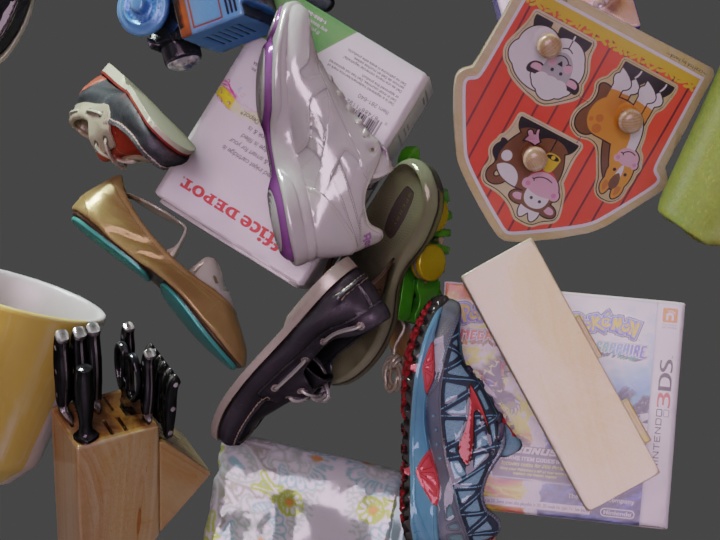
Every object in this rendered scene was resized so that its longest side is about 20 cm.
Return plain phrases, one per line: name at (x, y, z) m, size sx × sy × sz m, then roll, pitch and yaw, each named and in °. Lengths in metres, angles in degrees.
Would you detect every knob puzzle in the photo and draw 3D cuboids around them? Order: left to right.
knob puzzle at (0.163, -0.109, 1.174) m, size 0.217 × 0.030 × 0.222 m, roll -1°, pitch 109°, yaw -2°

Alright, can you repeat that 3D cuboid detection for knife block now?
knife block at (-0.214, 0.144, 1.155) m, size 0.200 × 0.175 × 0.064 m, roll -49°, pitch 40°, yaw 1°

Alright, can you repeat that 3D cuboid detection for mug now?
mug at (-0.311, 0.086, 1.170) m, size 0.149 × 0.186 × 0.154 m, roll 23°, pitch 98°, yaw 34°

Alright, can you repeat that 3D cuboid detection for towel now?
towel at (-0.050, 0.249, 1.194) m, size 0.170 × 0.048 × 0.202 m, roll 12°, pitch 87°, yaw 5°

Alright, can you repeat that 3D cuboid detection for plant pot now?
plant pot at (0.331, -0.090, 1.125) m, size 0.199 × 0.200 × 0.185 m, roll 31°, pitch 101°, yaw 6°

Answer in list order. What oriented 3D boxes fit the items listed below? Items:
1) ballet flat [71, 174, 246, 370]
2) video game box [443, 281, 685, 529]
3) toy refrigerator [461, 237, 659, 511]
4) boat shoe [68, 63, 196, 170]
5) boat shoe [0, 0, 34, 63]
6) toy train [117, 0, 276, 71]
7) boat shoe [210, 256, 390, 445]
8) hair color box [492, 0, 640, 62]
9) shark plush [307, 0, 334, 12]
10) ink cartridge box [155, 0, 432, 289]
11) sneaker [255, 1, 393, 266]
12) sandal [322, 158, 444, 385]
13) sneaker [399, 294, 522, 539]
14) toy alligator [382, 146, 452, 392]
ballet flat at (-0.154, -0.004, 1.212) m, size 0.200 × 0.069 × 0.063 m, roll 43°, pitch 77°, yaw 5°
video game box at (0.158, 0.108, 1.186) m, size 0.198 × 0.047 × 0.184 m, roll 5°, pitch 85°, yaw 6°
toy refrigerator at (0.155, 0.078, 1.128) m, size 0.070 × 0.076 × 0.201 m, roll -28°, pitch 83°, yaw 3°
boat shoe at (-0.188, -0.113, 1.167) m, size 0.063 × 0.200 × 0.071 m, roll -46°, pitch 121°, yaw -2°
boat shoe at (-0.309, -0.273, 1.241) m, size 0.074 × 0.066 × 0.201 m, roll 20°, pitch 88°, yaw 6°
toy train at (-0.140, -0.262, 1.154) m, size 0.113 × 0.087 × 0.202 m, roll -16°, pitch 82°, yaw 18°
boat shoe at (-0.049, 0.080, 1.146) m, size 0.063 × 0.073 × 0.200 m, roll 42°, pitch 117°, yaw 7°
hair color box at (0.151, -0.275, 1.203) m, size 0.108 × 0.065 × 0.202 m, roll -16°, pitch 86°, yaw 3°
shark plush at (-0.083, -0.298, 1.214) m, size 0.199 × 0.083 × 0.091 m, roll 28°, pitch 90°, yaw 7°
ink cartridge box at (-0.052, -0.104, 1.198) m, size 0.144 × 0.084 × 0.201 m, roll 31°, pitch 89°, yaw 7°
sneaker at (-0.028, -0.107, 1.127) m, size 0.099 × 0.075 × 0.202 m, roll -7°, pitch 90°, yaw -10°
sandal at (0.000, -0.001, 1.171) m, size 0.080 × 0.057 × 0.202 m, roll 40°, pitch 117°, yaw 37°
sneaker at (0.079, 0.120, 1.143) m, size 0.095 × 0.079 × 0.202 m, roll 1°, pitch 93°, yaw -3°
toy alligator at (0.049, 0.000, 1.203) m, size 0.054 × 0.059 × 0.202 m, roll 1°, pitch 94°, yaw -39°
